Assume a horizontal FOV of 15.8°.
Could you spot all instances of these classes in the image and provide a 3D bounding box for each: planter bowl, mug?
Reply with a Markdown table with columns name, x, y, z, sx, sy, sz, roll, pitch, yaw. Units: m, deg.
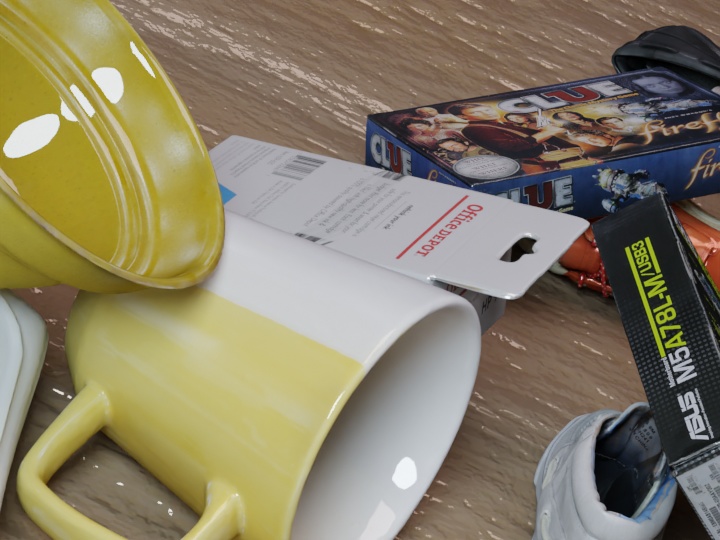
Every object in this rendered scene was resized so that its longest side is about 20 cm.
| name | x | y | z | sx | sy | sz | roll | pitch | yaw |
| --- | --- | --- | --- | --- | --- | --- | --- | --- | --- |
| planter bowl | -0.154 | -0.055 | 1.098 | 0.200 | 0.083 | 0.200 | 42 | 26 | -26 |
| mug | -0.057 | 0.046 | 1.148 | 0.153 | 0.150 | 0.187 | 29 | 17 | 22 |

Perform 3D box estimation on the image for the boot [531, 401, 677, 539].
| name | x | y | z | sx | sy | sz | roll | pitch | yaw |
| --- | --- | --- | --- | --- | --- | --- | --- | --- | --- |
| boot | 0.126 | 0.101 | 1.243 | 0.073 | 0.096 | 0.200 | 25 | 29 | -1 |

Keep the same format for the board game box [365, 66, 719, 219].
| name | x | y | z | sx | sy | sz | roll | pitch | yaw |
| --- | --- | --- | --- | --- | --- | --- | --- | --- | --- |
| board game box | 0.120 | -0.069 | 1.472 | 0.200 | 0.035 | 0.135 | -11 | 23 | -23 |

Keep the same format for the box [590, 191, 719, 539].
| name | x | y | z | sx | sy | sz | roll | pitch | yaw |
| --- | --- | --- | --- | --- | --- | --- | --- | --- | --- |
| box | 0.185 | 0.090 | 1.247 | 0.200 | 0.047 | 0.193 | 56 | 11 | -34 |

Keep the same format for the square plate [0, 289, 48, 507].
| name | x | y | z | sx | sy | sz | roll | pitch | yaw |
| --- | --- | --- | --- | --- | --- | --- | --- | --- | --- |
| square plate | -0.209 | 0.030 | 1.045 | 0.198 | 0.028 | 0.200 | 39 | 34 | -25 |

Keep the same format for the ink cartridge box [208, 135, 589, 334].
| name | x | y | z | sx | sy | sz | roll | pitch | yaw |
| --- | --- | --- | --- | --- | --- | --- | --- | --- | --- |
| ink cartridge box | 0.000 | 0.000 | 1.278 | 0.200 | 0.067 | 0.116 | 14 | 25 | 20 |

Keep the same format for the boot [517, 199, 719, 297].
| name | x | y | z | sx | sy | sz | roll | pitch | yaw |
| --- | --- | --- | --- | --- | --- | --- | --- | --- | --- |
| boot | 0.168 | 0.001 | 1.468 | 0.107 | 0.075 | 0.200 | -10 | 36 | -41 |

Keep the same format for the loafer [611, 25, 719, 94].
| name | x | y | z | sx | sy | sz | roll | pitch | yaw |
| --- | --- | --- | --- | --- | --- | --- | --- | --- | --- |
| loafer | 0.242 | -0.092 | 1.675 | 0.070 | 0.068 | 0.201 | -14 | 42 | -38 |
